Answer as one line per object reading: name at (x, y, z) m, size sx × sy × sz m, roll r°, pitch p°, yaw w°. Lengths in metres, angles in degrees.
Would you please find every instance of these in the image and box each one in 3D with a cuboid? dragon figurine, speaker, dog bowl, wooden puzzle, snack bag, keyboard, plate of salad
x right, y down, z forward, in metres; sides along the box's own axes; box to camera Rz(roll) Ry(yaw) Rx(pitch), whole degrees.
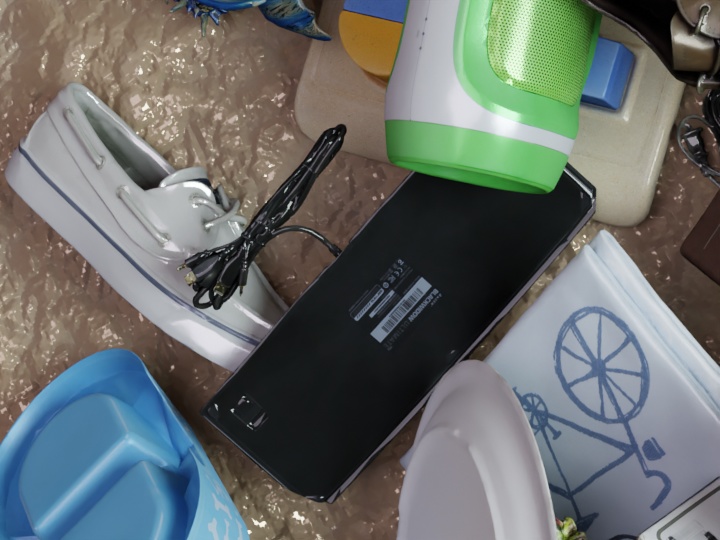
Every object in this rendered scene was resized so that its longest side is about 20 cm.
dragon figurine at (-0.039, -0.142, 0.928) m, size 0.200 × 0.059 × 0.100 m, roll 36°, pitch 105°, yaw 49°
speaker at (0.065, -0.138, 0.846) m, size 0.088 × 0.088 × 0.201 m, roll 10°, pitch 89°, yaw 22°
dog bowl at (-0.113, 0.116, 0.933) m, size 0.111 × 0.050 × 0.200 m, roll -45°, pitch 33°, yaw 3°
wooden puzzle at (0.069, -0.138, 0.925) m, size 0.184 × 0.046 × 0.201 m, roll 16°, pitch 94°, yaw 22°
snack bag at (0.117, 0.110, 0.863) m, size 0.200 × 0.021 × 0.189 m, roll 52°, pitch 138°, yaw 15°
keyboard at (0.000, 0.000, 0.910) m, size 0.127 × 0.021 × 0.200 m, roll 41°, pitch 96°, yaw -7°
plate of salad at (0.057, 0.139, 0.856) m, size 0.048 × 0.200 × 0.201 m, roll 2°, pitch 88°, yaw -17°

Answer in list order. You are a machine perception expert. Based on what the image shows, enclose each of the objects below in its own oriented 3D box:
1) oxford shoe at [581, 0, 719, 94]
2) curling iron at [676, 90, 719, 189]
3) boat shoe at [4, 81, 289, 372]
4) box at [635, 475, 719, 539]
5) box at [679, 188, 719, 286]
oxford shoe at (0.160, -0.088, 0.760) m, size 0.199 × 0.073 × 0.084 m, roll 29°, pitch 54°, yaw 31°
curling iron at (0.178, -0.133, 0.889) m, size 0.049 × 0.026 × 0.201 m, roll 10°, pitch 91°, yaw 19°
boat shoe at (-0.092, -0.020, 0.972) m, size 0.200 × 0.073 × 0.066 m, roll 38°, pitch 106°, yaw 18°
box at (0.139, 0.196, 0.819) m, size 0.117 × 0.060 × 0.201 m, roll 41°, pitch 134°, yaw 25°
box at (0.221, 0.006, 0.776) m, size 0.100 × 0.075 × 0.200 m, roll -59°, pitch 36°, yaw 11°
